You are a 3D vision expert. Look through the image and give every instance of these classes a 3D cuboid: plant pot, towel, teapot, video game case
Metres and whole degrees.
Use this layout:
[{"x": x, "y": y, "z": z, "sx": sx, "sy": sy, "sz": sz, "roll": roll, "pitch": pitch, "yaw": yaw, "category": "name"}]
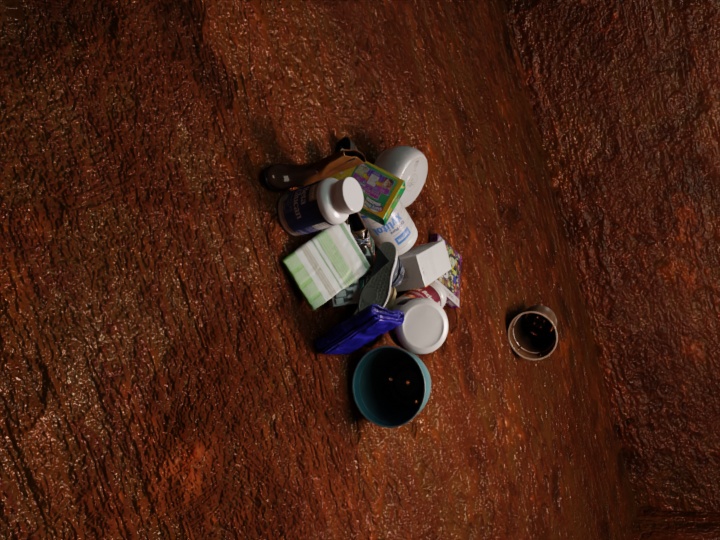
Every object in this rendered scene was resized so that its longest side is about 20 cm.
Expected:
[{"x": 0.101, "y": 0.301, "z": 1.633, "sx": 0.187, "sy": 0.196, "sz": 0.204, "roll": 15, "pitch": 66, "yaw": -68, "category": "plant pot"}, {"x": -0.083, "y": -0.015, "z": 1.520, "sx": 0.199, "sy": 0.031, "sz": 0.151, "roll": -35, "pitch": 97, "yaw": -26, "category": "towel"}, {"x": 0.001, "y": 0.154, "z": 1.510, "sx": 0.147, "sy": 0.199, "sz": 0.050, "roll": 17, "pitch": 48, "yaw": -50, "category": "towel"}, {"x": 0.097, "y": -0.292, "z": 1.844, "sx": 0.199, "sy": 0.145, "sz": 0.201, "roll": -54, "pitch": 153, "yaw": -12, "category": "teapot"}, {"x": 0.290, "y": 0.003, "z": 2.115, "sx": 0.181, "sy": 0.035, "sz": 0.204, "roll": 38, "pitch": 50, "yaw": -45, "category": "video game case"}, {"x": 0.727, "y": 0.242, "z": 2.546, "sx": 0.198, "sy": 0.197, "sz": 0.204, "roll": -26, "pitch": 101, "yaw": -62, "category": "plant pot"}]

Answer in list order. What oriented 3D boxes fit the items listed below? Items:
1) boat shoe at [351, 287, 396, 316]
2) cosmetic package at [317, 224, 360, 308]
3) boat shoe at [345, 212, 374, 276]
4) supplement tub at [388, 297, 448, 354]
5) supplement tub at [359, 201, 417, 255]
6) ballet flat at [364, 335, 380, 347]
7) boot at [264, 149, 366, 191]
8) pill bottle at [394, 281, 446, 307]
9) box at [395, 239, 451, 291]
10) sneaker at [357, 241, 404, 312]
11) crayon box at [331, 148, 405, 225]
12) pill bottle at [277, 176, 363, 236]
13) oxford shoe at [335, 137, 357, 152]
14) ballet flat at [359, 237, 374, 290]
[{"x": 0.035, "y": 0.101, "z": 1.637, "sx": 0.073, "sy": 0.067, "sz": 0.201, "roll": 32, "pitch": 60, "yaw": 10, "category": "boat shoe"}, {"x": -0.054, "y": -0.011, "z": 1.582, "sx": 0.081, "sy": 0.051, "sz": 0.204, "roll": -9, "pitch": 86, "yaw": -18, "category": "cosmetic package"}, {"x": -0.009, "y": -0.082, "z": 1.638, "sx": 0.071, "sy": 0.073, "sz": 0.203, "roll": -18, "pitch": 73, "yaw": -23, "category": "boat shoe"}, {"x": 0.146, "y": 0.145, "z": 1.637, "sx": 0.200, "sy": 0.137, "sz": 0.143, "roll": 156, "pitch": -78, "yaw": -83, "category": "supplement tub"}, {"x": 0.067, "y": -0.151, "z": 1.750, "sx": 0.201, "sy": 0.130, "sz": 0.134, "roll": 52, "pitch": 42, "yaw": -38, "category": "supplement tub"}, {"x": 0.047, "y": 0.130, "z": 1.706, "sx": 0.067, "sy": 0.067, "sz": 0.203, "roll": 49, "pitch": 44, "yaw": -50, "category": "ballet flat"}, {"x": -0.110, "y": -0.242, "z": 1.475, "sx": 0.187, "sy": 0.197, "sz": 0.070, "roll": 3, "pitch": 77, "yaw": -54, "category": "boot"}, {"x": 0.178, "y": 0.106, "z": 1.853, "sx": 0.199, "sy": 0.113, "sz": 0.116, "roll": -28, "pitch": 103, "yaw": -54, "category": "pill bottle"}, {"x": 0.177, "y": -0.014, "z": 1.882, "sx": 0.199, "sy": 0.123, "sz": 0.099, "roll": -28, "pitch": 102, "yaw": -54, "category": "box"}, {"x": 0.057, "y": 0.044, "z": 1.596, "sx": 0.146, "sy": 0.076, "sz": 0.206, "roll": 61, "pitch": 50, "yaw": -71, "category": "sneaker"}, {"x": 0.006, "y": -0.220, "z": 1.617, "sx": 0.120, "sy": 0.198, "sz": 0.058, "roll": -59, "pitch": 169, "yaw": -10, "category": "crayon box"}, {"x": -0.094, "y": -0.157, "z": 1.472, "sx": 0.110, "sy": 0.197, "sz": 0.113, "roll": 23, "pitch": 61, "yaw": -49, "category": "pill bottle"}, {"x": -0.026, "y": -0.268, "z": 1.717, "sx": 0.084, "sy": 0.072, "sz": 0.204, "roll": 35, "pitch": 53, "yaw": -47, "category": "oxford shoe"}, {"x": 0.000, "y": 0.000, "z": 1.688, "sx": 0.072, "sy": 0.071, "sz": 0.203, "roll": 41, "pitch": 49, "yaw": -40, "category": "ballet flat"}]
